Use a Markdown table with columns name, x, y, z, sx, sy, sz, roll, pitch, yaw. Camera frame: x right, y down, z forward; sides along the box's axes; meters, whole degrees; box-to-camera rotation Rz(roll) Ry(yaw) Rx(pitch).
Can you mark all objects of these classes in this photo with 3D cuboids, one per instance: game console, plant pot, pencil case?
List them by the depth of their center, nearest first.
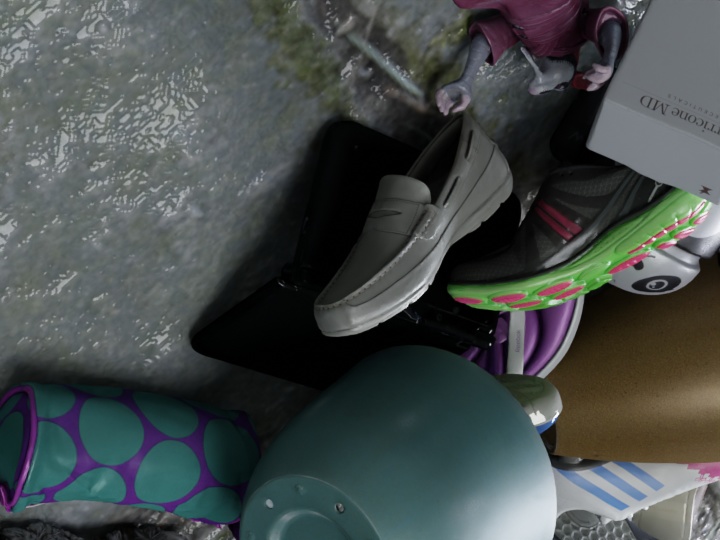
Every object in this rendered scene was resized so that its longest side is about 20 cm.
| name | x | y | z | sx | sy | sz | roll | pitch | yaw |
| --- | --- | --- | --- | --- | --- | --- | --- | --- | --- |
| plant pot | 0.011 | 0.171 | 1.258 | 0.161 | 0.200 | 0.201 | -25 | 140 | -53 |
| pencil case | -0.164 | 0.131 | 1.265 | 0.199 | 0.085 | 0.093 | 11 | 104 | -39 |
| game console | 0.000 | 0.000 | 1.322 | 0.200 | 0.116 | 0.177 | 20 | 81 | -42 |
| plant pot | 0.235 | 0.076 | 1.444 | 0.199 | 0.187 | 0.187 | -12 | 130 | -7 |

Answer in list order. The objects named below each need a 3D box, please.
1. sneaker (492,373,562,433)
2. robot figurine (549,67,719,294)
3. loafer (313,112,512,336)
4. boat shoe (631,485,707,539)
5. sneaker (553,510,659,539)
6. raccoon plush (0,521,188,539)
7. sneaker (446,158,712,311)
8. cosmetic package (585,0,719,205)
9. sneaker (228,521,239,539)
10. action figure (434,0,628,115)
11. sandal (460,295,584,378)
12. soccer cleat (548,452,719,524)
| name | x | y | z | sx | sy | sz | roll | pitch | yaw |
| --- | --- | --- | --- | --- | --- | --- | --- | --- | --- |
| sneaker | 0.072 | 0.149 | 1.364 | 0.199 | 0.077 | 0.112 | -15 | 104 | 26 |
| robot figurine | 0.234 | -0.077 | 1.340 | 0.125 | 0.150 | 0.200 | 13 | 115 | -54 |
| loafer | 0.029 | -0.031 | 1.226 | 0.200 | 0.070 | 0.070 | -48 | 118 | -37 |
| boat shoe | 0.282 | 0.167 | 1.608 | 0.071 | 0.060 | 0.201 | 12 | 118 | 8 |
| sneaker | 0.190 | 0.256 | 1.603 | 0.202 | 0.146 | 0.077 | 37 | 57 | -9 |
| raccoon plush | -0.221 | 0.266 | 1.333 | 0.199 | 0.097 | 0.134 | 8 | 126 | -38 |
| sneaker | 0.150 | -0.032 | 1.282 | 0.199 | 0.084 | 0.077 | -27 | 160 | 14 |
| cosmetic package | 0.240 | -0.157 | 1.230 | 0.071 | 0.101 | 0.201 | 97 | 18 | -66 |
| sneaker | -0.049 | 0.269 | 1.417 | 0.087 | 0.074 | 0.201 | -17 | 90 | -7 |
| action figure | 0.112 | -0.188 | 1.221 | 0.200 | 0.133 | 0.150 | 50 | 46 | -58 |
| sandal | 0.100 | 0.066 | 1.387 | 0.203 | 0.082 | 0.050 | -56 | 158 | 17 |
| soccer cleat | 0.235 | 0.169 | 1.527 | 0.199 | 0.070 | 0.087 | -3 | 120 | -13 |
